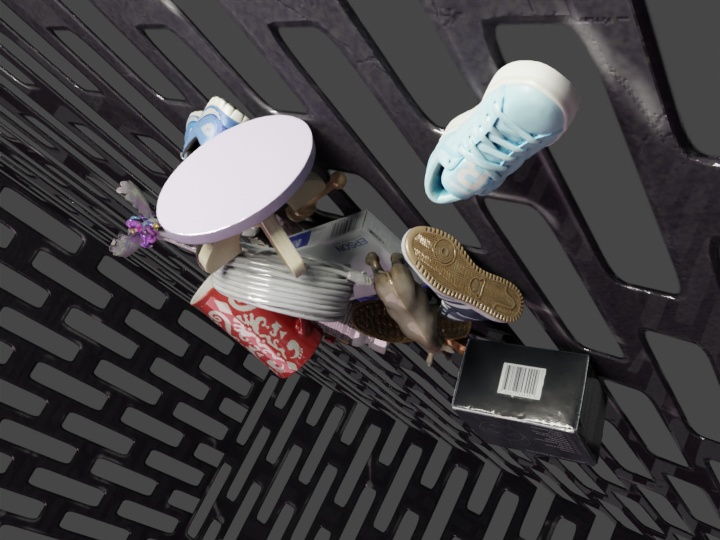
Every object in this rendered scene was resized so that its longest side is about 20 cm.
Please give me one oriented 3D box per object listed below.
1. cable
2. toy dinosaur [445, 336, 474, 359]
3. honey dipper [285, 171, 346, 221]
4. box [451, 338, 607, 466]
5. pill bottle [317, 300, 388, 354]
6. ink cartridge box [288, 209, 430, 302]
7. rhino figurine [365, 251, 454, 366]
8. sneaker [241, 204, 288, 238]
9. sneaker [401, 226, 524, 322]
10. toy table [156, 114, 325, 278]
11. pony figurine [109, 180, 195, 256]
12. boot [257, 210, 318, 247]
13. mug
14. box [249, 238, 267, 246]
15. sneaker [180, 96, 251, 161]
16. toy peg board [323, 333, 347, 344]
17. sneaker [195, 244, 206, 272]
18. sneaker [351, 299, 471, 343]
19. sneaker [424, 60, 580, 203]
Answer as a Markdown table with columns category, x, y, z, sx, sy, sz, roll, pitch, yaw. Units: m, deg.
| category | x | y | z | sx | sy | sz | roll | pitch | yaw |
| --- | --- | --- | --- | --- | --- | --- | --- | --- | --- |
| cable | -0.105 | 0.012 | 0.990 | 0.197 | 0.071 | 0.199 | 9 | -173 | -35 |
| toy dinosaur | 0.200 | 0.144 | 1.277 | 0.197 | 0.061 | 0.107 | 25 | 164 | 19 |
| honey dipper | -0.062 | -0.104 | 1.004 | 0.038 | 0.038 | 0.199 | 32 | 163 | -13 |
| box | 0.275 | 0.212 | 1.166 | 0.196 | 0.126 | 0.197 | 6 | 154 | 30 |
| pill bottle | -0.026 | 0.071 | 1.353 | 0.197 | 0.115 | 0.113 | 24 | 165 | 7 |
| ink cartridge box | 0.000 | 0.000 | 1.106 | 0.197 | 0.041 | 0.199 | -15 | 138 | 43 |
| rhino figurine | 0.077 | 0.062 | 1.015 | 0.201 | 0.059 | 0.088 | 55 | -173 | -29 |
| sneaker | -0.156 | -0.094 | 1.079 | 0.199 | 0.074 | 0.117 | 29 | 144 | 45 |
| sneaker | 0.115 | 0.012 | 0.977 | 0.198 | 0.071 | 0.108 | 32 | 164 | -22 |
| toy table | -0.132 | -0.083 | 0.867 | 0.186 | 0.197 | 0.118 | 62 | 176 | 31 |
| pony figurine | -0.471 | -0.095 | 1.651 | 0.195 | 0.170 | 0.193 | 10 | 170 | 10 |
| boot | -0.145 | -0.054 | 1.210 | 0.172 | 0.070 | 0.201 | 29 | 136 | -3 |
| mug | -0.158 | 0.073 | 1.189 | 0.200 | 0.134 | 0.177 | 46 | 163 | -15 |
| box | -0.120 | -0.031 | 1.327 | 0.197 | 0.041 | 0.039 | 21 | 128 | 35 |
| sneaker | -0.211 | -0.164 | 0.976 | 0.078 | 0.090 | 0.199 | 34 | 165 | -15 |
| toy peg board | -0.074 | 0.099 | 1.588 | 0.197 | 0.099 | 0.200 | 15 | 160 | 45 |
| sneaker | -0.266 | -0.094 | 1.205 | 0.116 | 0.075 | 0.202 | 55 | -167 | -40 |
| sneaker | 0.080 | 0.086 | 1.212 | 0.195 | 0.069 | 0.090 | 4 | 176 | -3 |
| sneaker | 0.108 | -0.096 | 0.596 | 0.073 | 0.083 | 0.200 | 29 | 166 | -6 |
